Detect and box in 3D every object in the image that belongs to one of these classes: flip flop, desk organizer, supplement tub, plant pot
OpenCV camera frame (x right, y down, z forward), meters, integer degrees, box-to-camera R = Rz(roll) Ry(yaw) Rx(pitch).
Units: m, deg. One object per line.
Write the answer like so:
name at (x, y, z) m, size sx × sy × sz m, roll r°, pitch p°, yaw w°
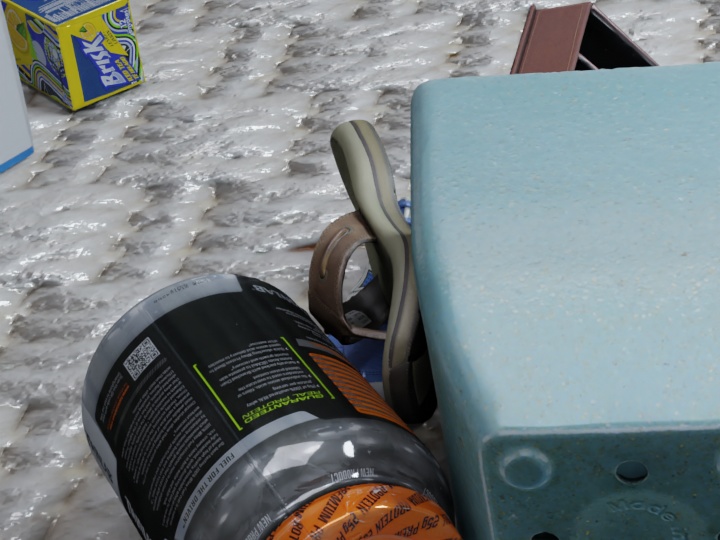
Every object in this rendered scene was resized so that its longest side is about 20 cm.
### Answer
flip flop at (0.000, 0.000, 0.910) m, size 0.058 × 0.081 × 0.200 m, roll -11°, pitch 43°, yaw -4°
desk organizer at (0.119, -0.071, 0.962) m, size 0.077 × 0.072 × 0.200 m, roll -8°, pitch 28°, yaw 18°
supplement tub at (-0.038, 0.093, 0.820) m, size 0.123 × 0.123 × 0.200 m, roll -19°, pitch 31°, yaw -16°
plant pot at (0.120, 0.046, 0.797) m, size 0.196 × 0.196 × 0.200 m, roll -3°, pitch 35°, yaw 11°

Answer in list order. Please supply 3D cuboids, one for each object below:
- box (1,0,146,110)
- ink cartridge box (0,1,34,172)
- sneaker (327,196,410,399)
box at (-0.240, -0.186, 1.405) m, size 0.064 × 0.070 × 0.200 m, roll -25°, pitch 33°, yaw -27°
ink cartridge box at (-0.351, -0.129, 1.262) m, size 0.200 × 0.145 × 0.147 m, roll 15°, pitch 37°, yaw 35°
sneaker at (0.026, 0.005, 0.998) m, size 0.076 × 0.077 × 0.200 m, roll 6°, pitch 36°, yaw 22°
